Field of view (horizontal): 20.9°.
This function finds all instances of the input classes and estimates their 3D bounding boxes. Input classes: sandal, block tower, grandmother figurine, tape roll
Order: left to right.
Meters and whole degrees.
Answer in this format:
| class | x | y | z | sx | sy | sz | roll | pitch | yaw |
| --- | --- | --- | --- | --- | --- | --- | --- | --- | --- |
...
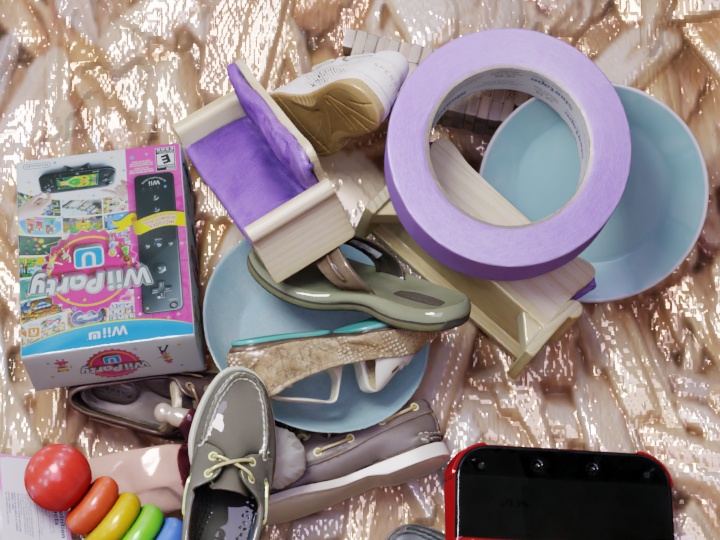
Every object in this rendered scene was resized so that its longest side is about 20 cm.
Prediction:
| class | x | y | z | sx | sy | sz | roll | pitch | yaw |
| --- | --- | --- | --- | --- | --- | --- | --- | --- | --- |
| grandmother figurine | -0.143 | 0.166 | 1.618 | 0.200 | 0.061 | 0.122 | -10 | 111 | 10 |
| sandal | 0.001 | 0.000 | 1.628 | 0.201 | 0.080 | 0.057 | 13 | 119 | 23 |
| block tower | 0.078 | -0.160 | 1.733 | 0.200 | 0.054 | 0.058 | 14 | 78 | 3 |
| tape roll | 0.120 | -0.095 | 1.610 | 0.200 | 0.066 | 0.201 | 0 | 79 | 0 |

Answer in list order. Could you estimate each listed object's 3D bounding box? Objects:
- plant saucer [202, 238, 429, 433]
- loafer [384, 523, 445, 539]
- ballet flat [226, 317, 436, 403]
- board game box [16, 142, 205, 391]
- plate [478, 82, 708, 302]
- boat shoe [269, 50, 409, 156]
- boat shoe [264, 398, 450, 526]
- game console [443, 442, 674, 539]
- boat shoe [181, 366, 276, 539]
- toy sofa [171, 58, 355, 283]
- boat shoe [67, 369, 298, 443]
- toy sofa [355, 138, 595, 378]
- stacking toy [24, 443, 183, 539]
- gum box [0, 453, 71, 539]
| class | x | y | z | sx | sy | sz | roll | pitch | yaw |
| --- | --- | --- | --- | --- | --- | --- | --- | --- | --- |
| plant saucer | -0.041 | 0.055 | 1.677 | 0.201 | 0.039 | 0.201 | 8 | 59 | -14 |
| loafer | 0.100 | 0.286 | 1.641 | 0.200 | 0.063 | 0.072 | 43 | 83 | 7 |
| ballet flat | -0.016 | 0.075 | 1.623 | 0.200 | 0.070 | 0.065 | -10 | 92 | -21 |
| board game box | -0.214 | -0.005 | 1.664 | 0.147 | 0.064 | 0.200 | -8 | 58 | -1 |
| plate | 0.201 | -0.070 | 1.698 | 0.200 | 0.026 | 0.201 | 2 | 109 | 5 |
| boat shoe | -0.015 | -0.148 | 1.671 | 0.069 | 0.200 | 0.071 | -46 | 108 | -21 |
| boat shoe | -0.026 | 0.165 | 1.662 | 0.200 | 0.072 | 0.060 | -18 | 70 | -3 |
| game console | 0.170 | 0.234 | 1.642 | 0.200 | 0.031 | 0.177 | 4 | 69 | -8 |
| boat shoe | -0.103 | 0.174 | 1.529 | 0.072 | 0.060 | 0.202 | 10 | 82 | -9 |
| toy sofa | -0.089 | -0.088 | 1.646 | 0.083 | 0.098 | 0.200 | -31 | 39 | -5 |
| boat shoe | -0.151 | 0.118 | 1.658 | 0.200 | 0.072 | 0.072 | 13 | 103 | 1 |
| toy sofa | 0.099 | -0.011 | 1.680 | 0.200 | 0.083 | 0.098 | 41 | 71 | 6 |
| stacking toy | -0.187 | 0.213 | 1.573 | 0.200 | 0.085 | 0.085 | 41 | 81 | -11 |
| gum box | -0.288 | 0.255 | 1.591 | 0.066 | 0.113 | 0.200 | 12 | 55 | -35 |
